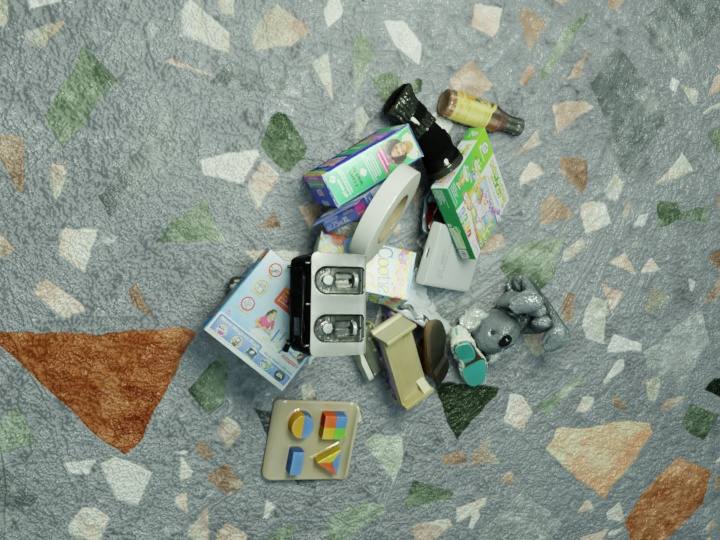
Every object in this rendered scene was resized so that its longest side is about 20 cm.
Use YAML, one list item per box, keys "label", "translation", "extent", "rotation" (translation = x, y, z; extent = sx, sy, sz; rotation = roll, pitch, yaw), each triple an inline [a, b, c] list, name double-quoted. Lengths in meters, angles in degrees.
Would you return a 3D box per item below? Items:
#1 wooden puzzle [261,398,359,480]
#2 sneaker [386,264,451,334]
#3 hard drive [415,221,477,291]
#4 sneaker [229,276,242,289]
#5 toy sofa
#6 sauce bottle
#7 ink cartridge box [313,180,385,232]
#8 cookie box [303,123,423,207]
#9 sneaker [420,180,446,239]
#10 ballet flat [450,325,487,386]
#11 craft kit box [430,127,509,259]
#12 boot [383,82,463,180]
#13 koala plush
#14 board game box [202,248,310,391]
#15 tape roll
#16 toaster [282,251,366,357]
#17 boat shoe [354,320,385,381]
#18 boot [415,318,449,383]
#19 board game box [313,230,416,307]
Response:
- label: "wooden puzzle"
  translation: [-0.106, 0.382, 1.504]
  extent: [0.198, 0.046, 0.187]
  rotation: [8, 99, -21]
- label: "sneaker"
  translation: [0.139, 0.059, 1.508]
  extent: [0.199, 0.075, 0.115]
  rotation: [30, 92, -20]
- label: "hard drive"
  translation: [0.198, -0.026, 1.482]
  extent: [0.199, 0.027, 0.133]
  rotation: [10, 98, -53]
- label: "sneaker"
  translation: [-0.187, 0.094, 1.377]
  extent: [0.199, 0.076, 0.116]
  rotation: [24, 82, -8]
- label: "toy sofa"
  translation: [0.082, 0.194, 1.476]
  extent: [0.083, 0.097, 0.201]
  rotation: [-31, 124, -23]
- label: "sauce bottle"
  translation: [0.265, -0.338, 1.479]
  extent: [0.199, 0.066, 0.067]
  rotation: [12, 97, -24]
- label: "ink cartridge box"
  translation: [0.000, -0.136, 1.340]
  extent: [0.042, 0.119, 0.200]
  rotation: [61, 36, -11]
- label: "cookie box"
  translation: [0.001, -0.208, 1.353]
  extent: [0.199, 0.171, 0.076]
  rotation: [-33, 106, -11]
- label: "sneaker"
  translation: [0.181, -0.159, 1.454]
  extent: [0.079, 0.095, 0.202]
  rotation: [16, 97, 15]
- label: "ballet flat"
  translation: [0.249, 0.192, 1.571]
  extent: [0.072, 0.072, 0.201]
  rotation: [-36, 138, -9]
- label: "craft kit box"
  translation: [0.238, -0.162, 1.443]
  extent: [0.198, 0.048, 0.201]
  rotation: [-59, 136, -33]
- label: "boot"
  translation: [0.122, -0.281, 1.371]
  extent: [0.079, 0.212, 0.158]
  rotation: [-37, 117, 15]
- label: "koala plush"
  translation: [0.343, 0.121, 1.569]
  extent: [0.200, 0.184, 0.177]
  rotation: [-38, 113, 14]
- label: "board game box"
  translation: [-0.168, 0.095, 1.323]
  extent: [0.200, 0.056, 0.196]
  rotation: [42, 83, -16]
- label: "tape roll"
  translation: [0.047, -0.105, 1.276]
  extent: [0.037, 0.203, 0.204]
  rotation: [31, 89, 9]
- label: "toaster"
  translation: [-0.065, 0.063, 1.232]
  extent: [0.118, 0.200, 0.182]
  rotation: [2, 87, -19]
- label: "boat shoe"
  translation: [0.005, 0.146, 1.483]
  extent: [0.060, 0.072, 0.203]
  rotation: [-26, 115, -14]
- label: "boot"
  translation: [0.146, 0.172, 1.495]
  extent: [0.074, 0.075, 0.201]
  rotation: [-48, 147, -29]
- label: "board game box"
  translation: [0.000, 0.000, 1.395]
  extent: [0.198, 0.103, 0.106]
  rotation: [12, 77, -9]
